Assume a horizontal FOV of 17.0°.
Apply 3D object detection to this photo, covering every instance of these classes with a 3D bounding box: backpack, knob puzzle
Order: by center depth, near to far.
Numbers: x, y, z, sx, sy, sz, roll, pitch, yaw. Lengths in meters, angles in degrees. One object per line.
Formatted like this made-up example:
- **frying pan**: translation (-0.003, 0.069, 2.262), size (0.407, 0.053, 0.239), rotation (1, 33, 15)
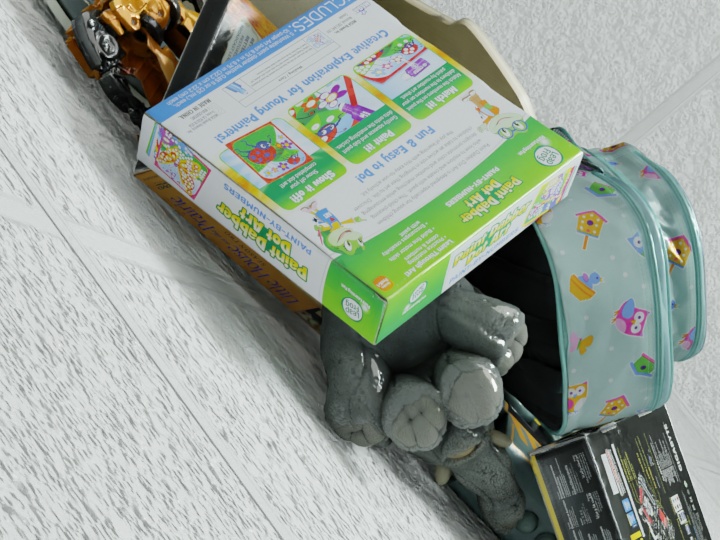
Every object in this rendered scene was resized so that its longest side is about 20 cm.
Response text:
- **backpack**: translation (0.145, 0.009, 1.590), size (0.200, 0.152, 0.177), rotation (-115, -160, -67)
- **knob puzzle**: translation (0.070, -0.111, 1.821), size (0.030, 0.220, 0.220), rotation (-35, 83, -39)

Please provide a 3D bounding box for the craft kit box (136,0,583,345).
- **craft kit box**: translation (0.001, -0.071, 1.477), size (0.197, 0.200, 0.049), rotation (36, -42, 22)

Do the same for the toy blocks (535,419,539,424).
- **toy blocks**: translation (0.116, 0.109, 1.863), size (0.200, 0.100, 0.137), rotation (45, 21, -26)

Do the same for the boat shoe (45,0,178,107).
- **boat shoe**: translation (-0.147, -0.154, 1.662), size (0.200, 0.062, 0.073), rotation (46, 9, -24)

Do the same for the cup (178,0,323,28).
- **cup**: translation (-0.090, -0.189, 1.785), size (0.143, 0.201, 0.200), rotation (24, 7, 3)

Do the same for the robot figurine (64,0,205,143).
- **robot figurine**: translation (-0.116, -0.122, 1.591), size (0.200, 0.058, 0.145), rotation (49, 42, -18)

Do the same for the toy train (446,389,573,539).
- **toy train**: translation (0.120, 0.153, 1.681), size (0.200, 0.085, 0.114), rotation (48, 18, -15)

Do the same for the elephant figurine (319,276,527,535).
- **elephant figurine**: translation (0.039, 0.071, 1.534), size (0.141, 0.156, 0.200), rotation (8, -12, 10)

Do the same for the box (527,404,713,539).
- **box**: translation (0.190, 0.196, 1.607), size (0.160, 0.049, 0.201), rotation (-13, 83, -62)

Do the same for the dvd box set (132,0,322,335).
- **dvd box set**: translation (-0.050, -0.065, 1.570), size (0.200, 0.029, 0.147), rotation (43, 55, -33)
